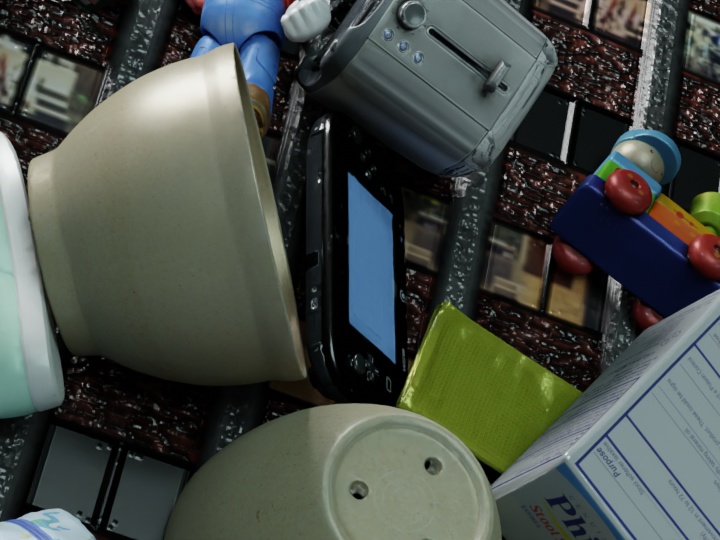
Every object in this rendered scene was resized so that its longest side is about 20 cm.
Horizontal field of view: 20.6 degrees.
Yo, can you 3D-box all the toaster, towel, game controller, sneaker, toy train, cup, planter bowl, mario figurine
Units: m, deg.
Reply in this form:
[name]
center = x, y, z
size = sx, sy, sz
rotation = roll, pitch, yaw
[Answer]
[toaster]
center = 0.041, -0.133, 1.288
size = 0.129, 0.200, 0.114
rotation = 36, 82, -9
[towel]
center = 0.118, 0.103, 1.258
size = 0.200, 0.018, 0.086
rotation = 33, 54, -15
[game controller]
center = 0.000, 0.000, 1.245
size = 0.104, 0.042, 0.200
rotation = 34, 46, -44
[sneaker]
center = -0.243, 0.002, 1.146
size = 0.118, 0.074, 0.201
rotation = -11, 52, -5
[toy train]
center = 0.235, -0.009, 1.358
size = 0.200, 0.085, 0.116
rotation = 38, 42, 0
[cup]
center = 0.001, 0.154, 1.124
size = 0.200, 0.143, 0.201
rotation = 10, 59, -18
[planter bowl]
center = -0.116, -0.020, 1.156
size = 0.134, 0.200, 0.201
rotation = -13, 66, 0
[mario figurine]
center = -0.083, -0.187, 1.298
size = 0.123, 0.106, 0.200
rotation = 19, 59, -10

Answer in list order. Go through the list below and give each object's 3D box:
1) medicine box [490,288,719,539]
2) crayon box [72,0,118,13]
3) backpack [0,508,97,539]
[medicine box]
center = 0.208, 0.143, 1.222
size = 0.200, 0.103, 0.182
rotation = -40, 92, -35
[crayon box]
center = -0.201, -0.285, 1.289
size = 0.051, 0.127, 0.200
rotation = -19, 65, 17
[backpack]
center = -0.166, 0.205, 1.005
size = 0.153, 0.164, 0.200
rotation = -4, 30, -13
